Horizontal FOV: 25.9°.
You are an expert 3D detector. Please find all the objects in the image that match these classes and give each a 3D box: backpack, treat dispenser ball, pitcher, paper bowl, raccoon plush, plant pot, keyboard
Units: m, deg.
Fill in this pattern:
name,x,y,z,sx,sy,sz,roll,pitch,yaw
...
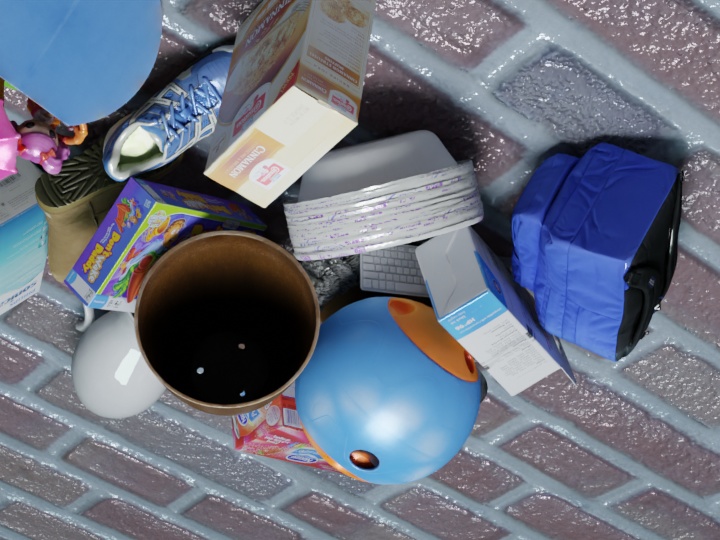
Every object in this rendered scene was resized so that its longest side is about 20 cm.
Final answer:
name,x,y,z,sx,sy,sz,roll,pitch,yaw
backpack,0.248,-0.019,1.647,0.168,0.163,0.200,24,150,25
treat dispenser ball,0.029,0.128,1.681,0.200,0.201,0.201,5,141,4
pitcher,-0.294,0.077,1.905,0.172,0.121,0.200,41,133,4
paper bowl,0.019,-0.080,1.602,0.200,0.201,0.105,-11,97,22
raccoon plush,0.000,0.000,1.723,0.199,0.134,0.097,0,137,6
plant pot,-0.140,0.079,1.670,0.186,0.187,0.200,9,161,-1
keyboard,0.088,0.004,1.736,0.200,0.056,0.011,7,160,-26

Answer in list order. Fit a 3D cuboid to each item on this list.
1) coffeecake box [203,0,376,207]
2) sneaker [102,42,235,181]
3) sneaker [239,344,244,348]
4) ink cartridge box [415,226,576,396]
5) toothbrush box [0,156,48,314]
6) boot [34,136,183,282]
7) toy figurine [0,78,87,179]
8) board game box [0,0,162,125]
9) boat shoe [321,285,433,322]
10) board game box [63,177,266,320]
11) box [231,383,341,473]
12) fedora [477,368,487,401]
name,x,y,z,sx,sy,sz,roll,pitch,yaw
coffeecake box,-0.062,-0.183,1.458,0.073,0.200,0.153,28,137,-24
sneaker,-0.179,-0.153,1.583,0.200,0.077,0.076,-37,108,17
sneaker,-0.119,0.047,1.858,0.082,0.077,0.200,-2,143,-1
ink cartridge box,0.147,0.052,1.687,0.068,0.116,0.200,-32,131,16
toothbrush box,-0.426,-0.024,1.750,0.085,0.146,0.200,43,143,15
boot,-0.275,-0.073,1.737,0.175,0.066,0.200,-21,159,-12
toy figurine,-0.331,-0.158,1.551,0.200,0.184,0.150,25,139,-20
board game box,-0.291,-0.238,1.504,0.200,0.158,0.039,37,169,-30
boat shoe,0.043,0.037,1.818,0.199,0.071,0.070,0,-179,19
board game box,-0.204,-0.019,1.663,0.135,0.045,0.200,-55,152,14
box,-0.058,0.180,1.944,0.200,0.100,0.095,18,145,-42
fedora,0.058,0.107,1.875,0.200,0.092,0.201,5,150,3
